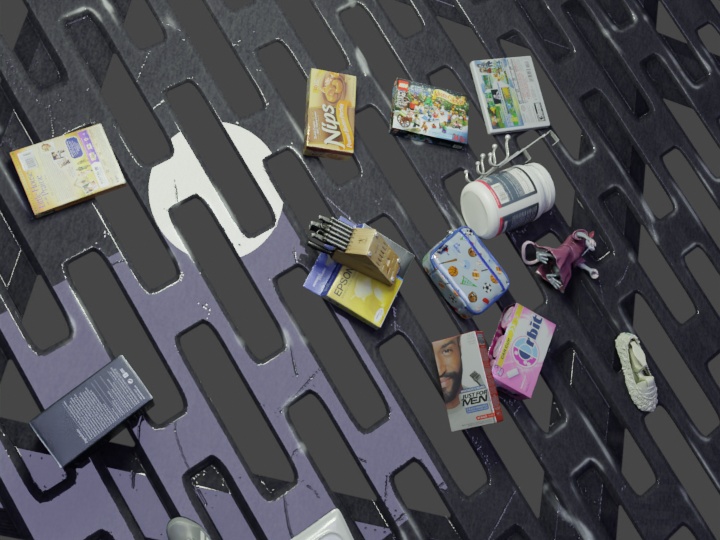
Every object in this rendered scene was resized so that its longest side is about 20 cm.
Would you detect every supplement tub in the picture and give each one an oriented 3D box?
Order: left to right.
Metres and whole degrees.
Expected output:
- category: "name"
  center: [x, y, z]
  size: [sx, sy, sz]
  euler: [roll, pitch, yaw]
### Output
- category: "supplement tub"
  center: [0.354, -0.170, 1.738]
  size: [0.197, 0.140, 0.143]
  euler: [-21, 82, -20]

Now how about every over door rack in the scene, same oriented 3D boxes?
- category: "over door rack"
  center: [0.362, -0.288, 1.770]
  size: [0.197, 0.148, 0.068]
  euler: [-24, 88, -19]

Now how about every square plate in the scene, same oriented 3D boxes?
- category: "square plate"
  center: [-0.078, 0.629, 1.470]
  size: [0.196, 0.028, 0.202]
  euler: [-28, 85, -20]

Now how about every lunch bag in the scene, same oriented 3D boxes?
- category: "lunch bag"
  center: [0.251, -0.001, 1.703]
  size: [0.159, 0.076, 0.201]
  euler: [-36, 88, -23]

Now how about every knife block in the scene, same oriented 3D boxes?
- category: "knife block"
  center: [-0.024, -0.046, 1.611]
  size: [0.200, 0.173, 0.065]
  euler: [46, 60, -48]

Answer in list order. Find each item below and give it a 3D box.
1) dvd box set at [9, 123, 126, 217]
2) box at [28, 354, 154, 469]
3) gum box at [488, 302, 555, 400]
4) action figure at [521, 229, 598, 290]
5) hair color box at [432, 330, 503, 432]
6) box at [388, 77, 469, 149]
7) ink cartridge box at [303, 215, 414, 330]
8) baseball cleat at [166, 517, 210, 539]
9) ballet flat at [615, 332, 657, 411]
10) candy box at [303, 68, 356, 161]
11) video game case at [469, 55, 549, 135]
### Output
- category: "dvd box set"
  center: [-0.623, -0.215, 1.540]
  size: [0.197, 0.029, 0.148]
  euler: [-24, 84, -21]
- category: "box"
  center: [-0.507, 0.273, 1.382]
  size: [0.199, 0.148, 0.108]
  euler: [-39, 87, -21]
- category: "gum box"
  center: [0.365, 0.195, 1.685]
  size: [0.112, 0.066, 0.203]
  euler: [27, 71, -8]
- category: "action figure"
  center: [0.512, -0.039, 1.790]
  size: [0.148, 0.136, 0.199]
  euler: [24, 47, 37]
- category: "hair color box"
  center: [0.239, 0.247, 1.611]
  size: [0.109, 0.064, 0.204]
  euler: [-18, 76, 25]
- category: "box"
  center: [0.173, -0.391, 1.802]
  size: [0.196, 0.038, 0.140]
  euler: [9, 74, -13]
- category: "ink cartridge box"
  center: [0.000, 0.000, 1.649]
  size: [0.198, 0.047, 0.200]
  euler: [31, 70, -8]
- category: "baseball cleat"
  center: [-0.302, 0.560, 1.385]
  size: [0.070, 0.106, 0.200]
  euler: [-41, 87, -16]
- category: "ballet flat"
  center: [0.679, 0.249, 1.759]
  size: [0.071, 0.072, 0.204]
  euler: [-17, 81, -18]
- category: "candy box"
  center: [-0.073, -0.371, 1.719]
  size: [0.113, 0.055, 0.204]
  euler: [6, 75, -14]
- category: "video game case"
  center: [0.392, -0.461, 1.890]
  size: [0.179, 0.022, 0.204]
  euler: [-9, 79, -18]
